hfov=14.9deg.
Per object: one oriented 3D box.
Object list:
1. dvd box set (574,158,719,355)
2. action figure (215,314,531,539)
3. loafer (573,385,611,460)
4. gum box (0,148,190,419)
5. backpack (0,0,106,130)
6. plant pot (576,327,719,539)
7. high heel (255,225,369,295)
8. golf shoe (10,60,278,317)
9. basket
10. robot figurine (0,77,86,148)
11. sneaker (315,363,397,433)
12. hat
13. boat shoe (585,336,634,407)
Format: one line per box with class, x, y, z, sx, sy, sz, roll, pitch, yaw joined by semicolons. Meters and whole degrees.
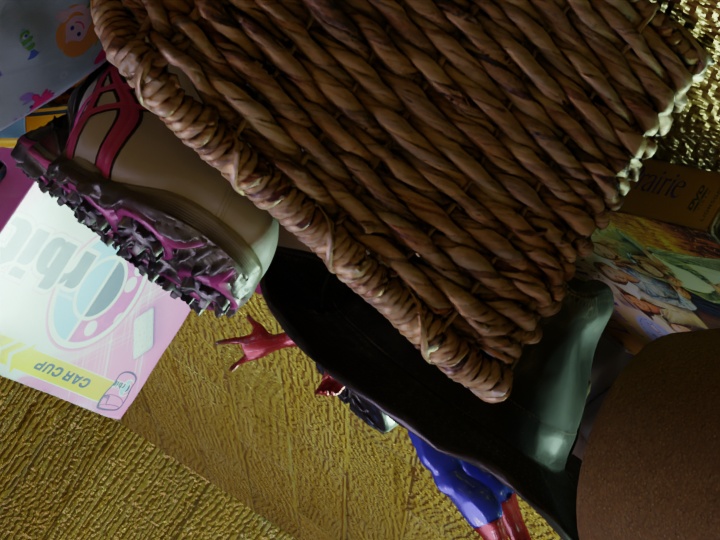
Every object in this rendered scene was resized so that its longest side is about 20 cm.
dvd box set;0.132;0.001;1.152;0.146;0.029;0.200;43;166;-31
action figure;0.007;0.069;1.278;0.065;0.098;0.201;-45;-65;-73
loafer;0.138;0.118;1.265;0.072;0.063;0.201;-112;-1;-46
gum box;-0.161;-0.006;1.390;0.066;0.114;0.200;35;-178;29
backpack;-0.168;-0.138;1.032;0.200;0.177;0.151;38;158;43
plant pot;0.180;0.093;0.938;0.199;0.187;0.186;16;161;35
high heel;0.000;0.000;1.186;0.199;0.068;0.096;24;-172;12
golf shoe;-0.064;-0.046;0.964;0.073;0.092;0.200;42;178;-23
basket;-0.009;-0.075;0.935;0.200;0.150;0.142;40;168;-33
robot figurine;-0.125;-0.093;1.175;0.199;0.059;0.145;-8;-153;-33
sneaker;0.002;-0.022;1.335;0.077;0.085;0.201;30;147;47
hat;0.051;0.023;1.040;0.200;0.081;0.201;39;-173;-6
boat shoe;0.085;0.060;1.264;0.068;0.057;0.200;18;-168;25
